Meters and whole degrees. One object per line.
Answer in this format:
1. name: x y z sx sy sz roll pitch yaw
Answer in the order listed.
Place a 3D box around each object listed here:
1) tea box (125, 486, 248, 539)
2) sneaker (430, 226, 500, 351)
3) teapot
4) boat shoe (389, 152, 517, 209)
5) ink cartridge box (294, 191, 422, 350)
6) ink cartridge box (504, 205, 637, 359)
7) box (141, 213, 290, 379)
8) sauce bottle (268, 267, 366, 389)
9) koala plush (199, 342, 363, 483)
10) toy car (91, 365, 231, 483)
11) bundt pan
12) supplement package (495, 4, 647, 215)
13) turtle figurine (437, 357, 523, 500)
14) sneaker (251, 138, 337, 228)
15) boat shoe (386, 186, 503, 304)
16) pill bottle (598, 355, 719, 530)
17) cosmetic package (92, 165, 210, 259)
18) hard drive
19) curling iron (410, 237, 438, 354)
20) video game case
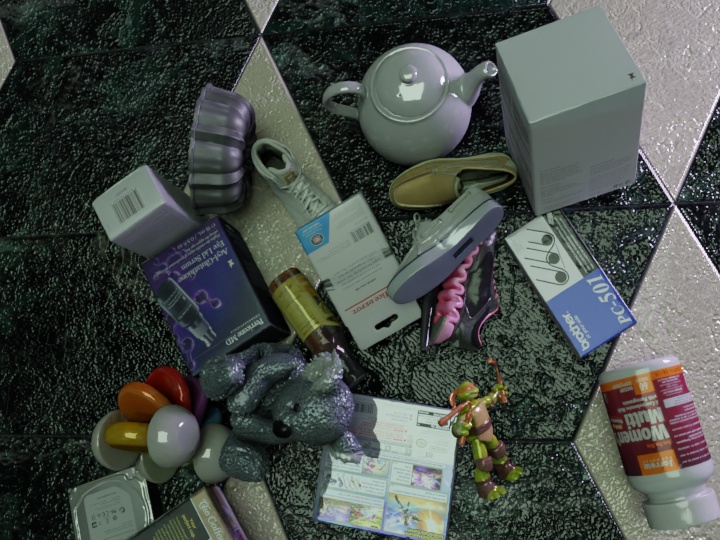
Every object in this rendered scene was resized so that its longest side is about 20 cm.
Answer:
1. tea box: -0.238 0.441 0.939 0.194 0.134 0.202 -31 77 -10
2. sneaker: 0.171 0.026 1.006 0.094 0.079 0.204 25 80 -12
3. teapot: 0.074 -0.265 1.035 0.197 0.146 0.201 42 90 16
4. boat shoe: 0.137 -0.132 1.021 0.195 0.076 0.073 -15 111 9
5. ink cartridge box: 0.000 0.000 1.018 0.114 0.068 0.203 -28 97 5
6. ink cartridge box: 0.300 0.016 0.985 0.093 0.044 0.203 -32 75 5
7. box: -0.221 0.045 1.054 0.146 0.104 0.202 -32 74 3
8. sauce bottle: -0.063 0.089 1.036 0.066 0.066 0.201 -38 77 2
9. koala plush: -0.085 0.181 0.931 0.197 0.182 0.182 -3 105 41
10. toy car: -0.275 0.222 0.994 0.172 0.200 0.153 -10 58 29
11. bundt pan: -0.206 -0.181 1.055 0.074 0.202 0.207 6 79 -2
12. supplement package: 0.284 -0.212 0.936 0.148 0.201 0.153 -17 57 7
13. turtle figurine: 0.158 0.221 0.926 0.063 0.199 0.165 -18 93 32
14. sneaker: -0.097 -0.120 1.057 0.074 0.116 0.200 -45 75 -2
15. boat shoe: 0.102 -0.045 0.963 0.202 0.075 0.086 -44 56 3
16. pill bottle: 0.392 0.223 0.892 0.107 0.110 0.205 -15 76 8
17. cosmetic package: -0.305 -0.075 1.045 0.100 0.200 0.075 -33 75 2
18. hard drive: -0.366 0.415 1.045 0.137 0.038 0.205 -18 77 8
19. curling iron: 0.094 0.028 1.000 0.049 0.025 0.204 20 58 -26
20. video game case: 0.040 0.281 0.984 0.195 0.045 0.186 7 79 13
